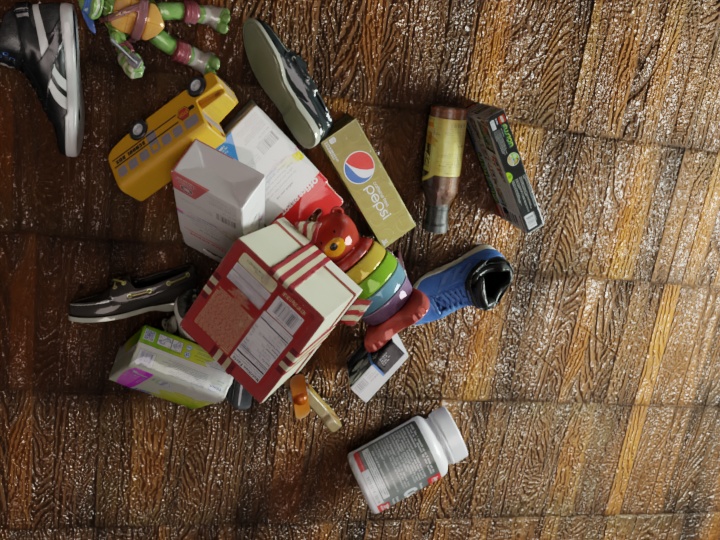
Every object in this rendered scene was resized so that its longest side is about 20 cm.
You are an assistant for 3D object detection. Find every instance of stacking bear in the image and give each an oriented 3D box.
[{"bbox_3d":[0.000,0.000,1.147,0.120,0.114,0.201,-35,104,17],"label":"stacking bear"}]

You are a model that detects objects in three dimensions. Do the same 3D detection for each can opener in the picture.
[{"bbox_3d":[-0.198,0.119,1.206,0.065,0.053,0.206,5,96,-31],"label":"can opener"}]

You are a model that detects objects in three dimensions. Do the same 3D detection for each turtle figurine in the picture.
[{"bbox_3d":[-0.262,-0.327,0.999,0.191,0.198,0.148,6,74,-40],"label":"turtle figurine"}]

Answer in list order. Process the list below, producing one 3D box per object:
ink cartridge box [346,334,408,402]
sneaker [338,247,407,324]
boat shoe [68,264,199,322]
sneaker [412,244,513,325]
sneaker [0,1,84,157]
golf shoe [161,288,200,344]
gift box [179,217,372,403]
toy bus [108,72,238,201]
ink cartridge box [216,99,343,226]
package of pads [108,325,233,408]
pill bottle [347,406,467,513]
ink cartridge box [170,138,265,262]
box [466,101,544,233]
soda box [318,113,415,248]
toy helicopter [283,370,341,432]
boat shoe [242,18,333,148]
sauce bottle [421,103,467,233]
[{"bbox_3d":[0.022,0.139,1.222,0.039,0.200,0.100,42,92,-7],"label":"ink cartridge box"},{"bbox_3d":[-0.013,0.013,1.240,0.196,0.075,0.118,-16,105,-20],"label":"sneaker"},{"bbox_3d":[-0.346,0.034,1.151,0.196,0.072,0.062,-10,107,-20],"label":"boat shoe"},{"bbox_3d":[0.166,0.037,1.267,0.197,0.111,0.078,-31,113,-3],"label":"sneaker"},{"bbox_3d":[-0.441,-0.259,1.031,0.109,0.073,0.206,-1,100,-11],"label":"sneaker"},{"bbox_3d":[-0.261,0.090,1.136,0.086,0.201,0.079,-8,68,-3],"label":"golf shoe"},{"bbox_3d":[-0.105,0.043,1.056,0.185,0.187,0.200,45,109,3],"label":"gift box"},{"bbox_3d":[-0.262,-0.191,1.074,0.198,0.079,0.065,-33,156,10],"label":"toy bus"},{"bbox_3d":[-0.133,-0.142,1.150,0.116,0.067,0.200,-43,113,3],"label":"ink cartridge box"},{"bbox_3d":[-0.284,0.153,1.139,0.152,0.199,0.070,24,68,-20],"label":"package of pads"},{"bbox_3d":[0.085,0.333,1.340,0.197,0.114,0.116,-27,113,-5],"label":"pill bottle"},{"bbox_3d":[-0.202,-0.085,1.097,0.115,0.201,0.068,28,62,6],"label":"ink cartridge box"},{"bbox_3d":[0.228,-0.167,1.218,0.034,0.110,0.203,-27,113,-4],"label":"box"},{"bbox_3d":[0.008,-0.140,1.191,0.067,0.064,0.202,-33,113,-2],"label":"soda box"},{"bbox_3d":[-0.092,0.196,1.237,0.078,0.132,0.201,-38,113,0],"label":"toy helicopter"},{"bbox_3d":[-0.101,-0.284,1.113,0.066,0.074,0.202,-36,96,-33],"label":"boat shoe"},{"bbox_3d":[0.131,-0.163,1.217,0.064,0.066,0.205,2,106,-15],"label":"sauce bottle"}]
